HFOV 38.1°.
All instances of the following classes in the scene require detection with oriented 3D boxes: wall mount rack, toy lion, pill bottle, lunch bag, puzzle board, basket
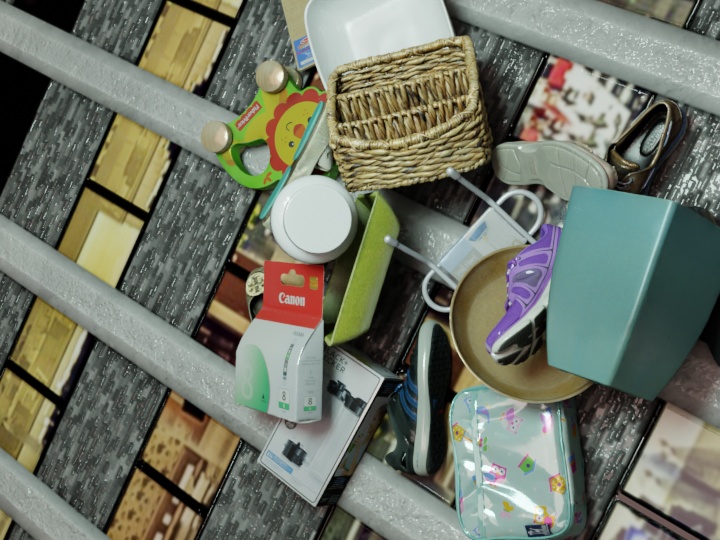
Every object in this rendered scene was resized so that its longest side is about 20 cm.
[{"bbox_3d":[0.134,-0.035,1.316,0.174,0.075,0.200,41,104,-8],"label":"wall mount rack"},{"bbox_3d":[-0.110,-0.193,1.522,0.200,0.069,0.192,-43,72,16],"label":"toy lion"},{"bbox_3d":[-0.061,-0.065,1.340,0.110,0.200,0.112,0,92,-6],"label":"pill bottle"},{"bbox_3d":[0.188,0.237,1.274,0.159,0.077,0.202,-9,76,26],"label":"lunch bag"},{"bbox_3d":[-0.020,-0.393,1.521,0.199,0.017,0.152,-21,73,22],"label":"puzzle board"},{"bbox_3d":[0.057,-0.195,1.319,0.198,0.143,0.150,-9,111,13],"label":"basket"}]

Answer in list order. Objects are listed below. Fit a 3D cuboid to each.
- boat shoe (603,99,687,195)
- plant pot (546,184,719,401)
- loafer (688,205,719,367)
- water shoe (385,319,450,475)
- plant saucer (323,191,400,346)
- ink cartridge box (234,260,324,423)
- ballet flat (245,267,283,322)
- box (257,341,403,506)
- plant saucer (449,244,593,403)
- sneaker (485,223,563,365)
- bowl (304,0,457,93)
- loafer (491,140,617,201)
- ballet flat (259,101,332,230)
[{"bbox_3d":[0.318,-0.121,1.263,0.072,0.072,0.201,33,98,28],"label":"boat shoe"},{"bbox_3d":[0.293,0.030,1.149,0.141,0.141,0.201,18,87,51],"label":"plant pot"},{"bbox_3d":[0.421,0.017,1.199,0.072,0.073,0.201,-6,68,-12],"label":"loafer"},{"bbox_3d":[0.067,0.164,1.357,0.078,0.071,0.202,0,81,31],"label":"water shoe"},{"bbox_3d":[0.000,0.000,1.379,0.048,0.200,0.201,18,91,-8],"label":"plant saucer"},{"bbox_3d":[-0.109,0.090,1.389,0.160,0.050,0.202,5,96,54],"label":"ink cartridge box"},{"bbox_3d":[-0.127,0.088,1.488,0.067,0.046,0.201,-22,73,25],"label":"ballet flat"},{"bbox_3d":[-0.043,0.203,1.416,0.116,0.060,0.201,33,98,29],"label":"box"},{"bbox_3d":[0.204,0.067,1.249,0.198,0.035,0.202,1,66,-1],"label":"plant saucer"},{"bbox_3d":[0.196,0.027,1.219,0.083,0.081,0.200,24,58,24],"label":"sneaker"},{"bbox_3d":[0.036,-0.317,1.436,0.199,0.075,0.201,-23,82,21],"label":"bowl"},{"bbox_3d":[0.243,-0.132,1.272,0.200,0.063,0.072,21,127,54],"label":"loafer"},{"bbox_3d":[-0.073,-0.140,1.462,0.062,0.068,0.201,26,107,-12],"label":"ballet flat"}]
